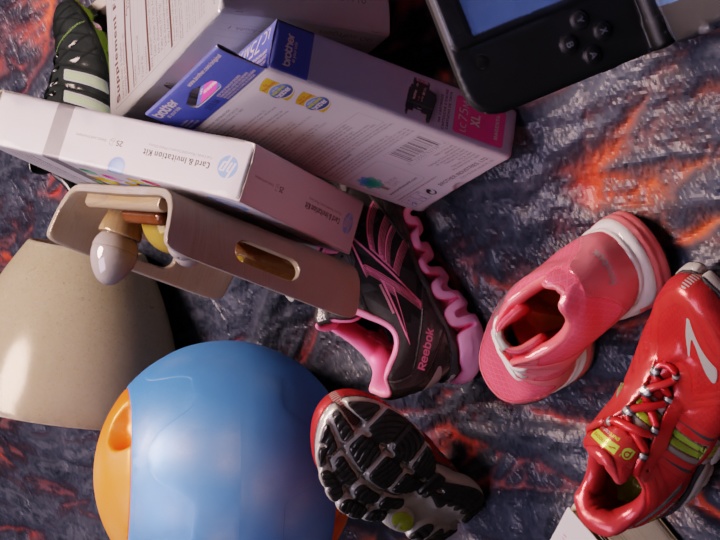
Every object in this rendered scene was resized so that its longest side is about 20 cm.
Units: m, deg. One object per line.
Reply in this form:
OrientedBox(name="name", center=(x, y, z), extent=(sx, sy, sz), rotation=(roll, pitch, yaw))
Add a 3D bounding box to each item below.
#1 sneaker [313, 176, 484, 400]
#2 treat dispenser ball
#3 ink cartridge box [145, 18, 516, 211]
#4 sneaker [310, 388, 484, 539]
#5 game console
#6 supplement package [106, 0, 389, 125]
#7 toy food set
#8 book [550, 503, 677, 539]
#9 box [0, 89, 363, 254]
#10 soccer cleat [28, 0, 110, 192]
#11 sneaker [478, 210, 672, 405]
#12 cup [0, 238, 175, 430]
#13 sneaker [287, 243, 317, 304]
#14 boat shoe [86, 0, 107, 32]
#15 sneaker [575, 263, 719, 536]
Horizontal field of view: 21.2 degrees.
OrientedBox(name="sneaker", center=(0.000, 0.000, 1.302), extent=(0.200, 0.095, 0.079), rotation=(59, 151, 13))
OrientedBox(name="treat dispenser ball", center=(-0.103, 0.154, 1.466), extent=(0.201, 0.200, 0.202), rotation=(36, 139, 39))
OrientedBox(name="ink cartridge box", center=(-0.019, -0.097, 1.184), extent=(0.119, 0.199, 0.042), rotation=(-30, 49, 59))
OrientedBox(name="sneaker", center=(0.010, 0.128, 1.329), extent=(0.085, 0.077, 0.200), rotation=(48, -179, 37))
OrientedBox(name="game console", center=(0.108, -0.200, 0.981), extent=(0.118, 0.170, 0.201), rotation=(-154, 42, -83))
OrientedBox(name="supplement package", center=(-0.078, -0.172, 1.240), extent=(0.200, 0.116, 0.118), rotation=(147, 122, -59))
OrientedBox(name="toy food set", center=(-0.106, -0.004, 1.264), extent=(0.200, 0.143, 0.061), rotation=(8, 78, 60))
OrientedBox(name="book", center=(0.196, 0.245, 1.232), extent=(0.200, 0.048, 0.134), rotation=(50, 150, 21))
OrientedBox(name="box", center=(-0.119, -0.063, 1.257), extent=(0.199, 0.156, 0.041), rotation=(12, 84, 27))
OrientedBox(name="soccer cleat", center=(-0.211, -0.116, 1.422), extent=(0.068, 0.081, 0.201), rotation=(102, 154, -61))
OrientedBox(name="sneaker", center=(0.105, 0.031, 1.169), extent=(0.074, 0.087, 0.200), rotation=(58, 149, 13))
OrientedBox(name="cup", center=(-0.243, 0.050, 1.643), extent=(0.200, 0.200, 0.144), rotation=(12, 95, 53))
OrientedBox(name="sneaker", center=(-0.080, -0.050, 1.409), extent=(0.200, 0.071, 0.073), rotation=(41, 142, 34))
OrientedBox(name="boat shoe", center=(-0.142, -0.205, 1.409), extent=(0.057, 0.067, 0.200), rotation=(52, 155, -9))
OrientedBox(name="sneaker", center=(0.170, 0.085, 1.095), extent=(0.077, 0.085, 0.201), rotation=(43, 143, 31))
